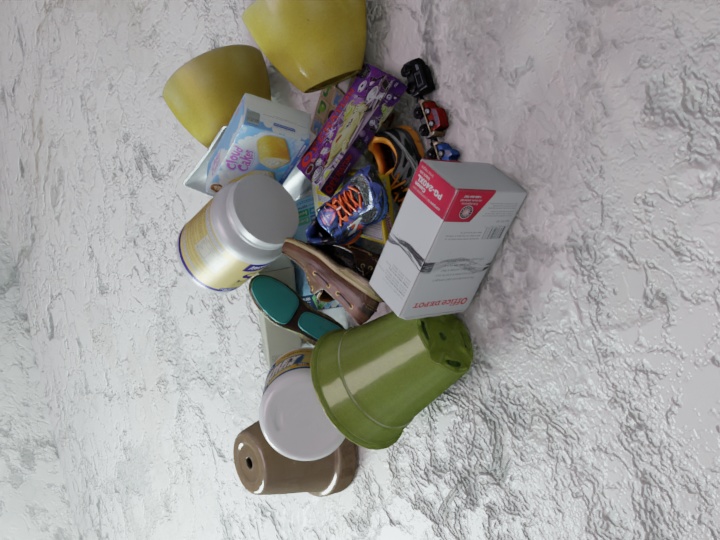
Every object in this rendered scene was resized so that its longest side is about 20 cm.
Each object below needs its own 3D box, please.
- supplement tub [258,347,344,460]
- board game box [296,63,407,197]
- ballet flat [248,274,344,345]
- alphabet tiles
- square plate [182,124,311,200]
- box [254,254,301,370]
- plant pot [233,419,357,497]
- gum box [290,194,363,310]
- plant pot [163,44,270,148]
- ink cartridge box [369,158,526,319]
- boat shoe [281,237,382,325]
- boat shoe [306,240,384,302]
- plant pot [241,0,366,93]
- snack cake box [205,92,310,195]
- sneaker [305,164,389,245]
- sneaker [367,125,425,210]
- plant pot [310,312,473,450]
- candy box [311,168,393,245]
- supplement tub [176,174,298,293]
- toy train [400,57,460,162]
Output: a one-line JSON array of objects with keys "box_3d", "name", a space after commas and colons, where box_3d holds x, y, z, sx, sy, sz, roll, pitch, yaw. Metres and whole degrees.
[{"box_3d": [-0.089, 0.209, 1.265, 0.200, 0.143, 0.146, -114, 23, -81], "name": "supplement tub"}, {"box_3d": [-0.017, -0.218, 1.189, 0.201, 0.032, 0.120, -55, 29, 7], "name": "board game box"}, {"box_3d": [-0.112, 0.080, 1.356, 0.199, 0.071, 0.071, 33, 128, 1], "name": "ballet flat"}, {"box_3d": [-0.010, -0.262, 1.289, 0.200, 0.007, 0.168, 46, 129, 37], "name": "alphabet tiles"}, {"box_3d": [-0.194, -0.177, 1.401, 0.198, 0.199, 0.029, -39, 40, 46], "name": "square plate"}, {"box_3d": [-0.153, 0.077, 1.431, 0.082, 0.068, 0.202, -127, 31, -63], "name": "box"}, {"box_3d": [-0.130, 0.330, 1.406, 0.199, 0.174, 0.202, 12, 106, 48], "name": "plant pot"}, {"box_3d": [-0.062, -0.034, 1.362, 0.169, 0.044, 0.202, -12, 87, 51], "name": "gum box"}, {"box_3d": [-0.242, -0.295, 1.422, 0.200, 0.199, 0.143, -36, 78, 48], "name": "plant pot"}, {"box_3d": [0.115, -0.042, 1.052, 0.083, 0.144, 0.201, 46, 124, 36], "name": "ink cartridge box"}, {"box_3d": [-0.053, 0.013, 1.171, 0.199, 0.072, 0.068, 32, 91, 30], "name": "boat shoe"}, {"box_3d": [0.000, 0.000, 1.233, 0.199, 0.070, 0.071, 27, 106, 24], "name": "boat shoe"}, {"box_3d": [-0.069, -0.365, 1.216, 0.199, 0.199, 0.143, -13, 100, 51], "name": "plant pot"}, {"box_3d": [-0.173, -0.193, 1.280, 0.200, 0.114, 0.068, -46, 39, 51], "name": "snack cake box"}, {"box_3d": [-0.021, -0.083, 1.131, 0.076, 0.078, 0.200, 61, 148, 14], "name": "sneaker"}, {"box_3d": [0.070, -0.125, 1.158, 0.078, 0.077, 0.201, -43, 65, 44], "name": "sneaker"}, {"box_3d": [0.061, 0.137, 1.149, 0.189, 0.199, 0.202, -35, 69, 34], "name": "plant pot"}, {"box_3d": [-0.016, -0.109, 1.211, 0.199, 0.026, 0.103, 22, 126, 53], "name": "candy box"}, {"box_3d": [-0.207, -0.060, 1.295, 0.200, 0.145, 0.147, -32, 71, 46], "name": "supplement tub"}, {"box_3d": [0.107, -0.220, 1.133, 0.046, 0.034, 0.202, -24, 76, 37], "name": "toy train"}]
